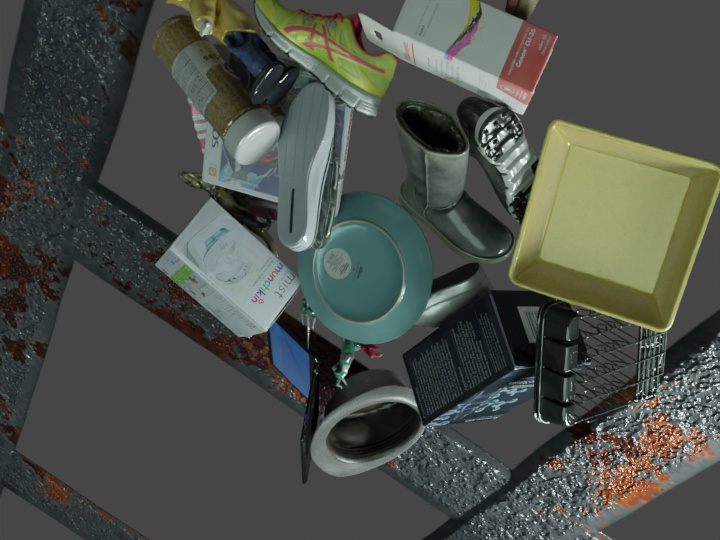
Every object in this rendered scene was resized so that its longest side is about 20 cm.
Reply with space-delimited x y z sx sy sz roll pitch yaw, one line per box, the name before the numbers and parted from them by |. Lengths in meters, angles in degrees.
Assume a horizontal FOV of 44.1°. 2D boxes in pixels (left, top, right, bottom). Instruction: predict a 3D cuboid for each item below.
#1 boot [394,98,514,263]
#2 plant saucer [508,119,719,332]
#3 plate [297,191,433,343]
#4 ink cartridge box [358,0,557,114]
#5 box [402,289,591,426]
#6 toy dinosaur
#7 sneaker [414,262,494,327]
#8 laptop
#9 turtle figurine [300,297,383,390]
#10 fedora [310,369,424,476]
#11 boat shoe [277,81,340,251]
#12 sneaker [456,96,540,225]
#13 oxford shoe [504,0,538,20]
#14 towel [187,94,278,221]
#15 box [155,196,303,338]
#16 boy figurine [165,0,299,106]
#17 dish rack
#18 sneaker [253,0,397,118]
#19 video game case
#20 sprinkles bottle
boot | 0.114 -0.102 1.047 0.179 0.073 0.201 29 157 10
plant saucer | 0.290 -0.055 1.029 0.196 0.048 0.204 18 112 14
plate | 0.000 0.000 1.169 0.196 0.025 0.205 5 104 23
ink cartridge box | 0.101 -0.246 0.944 0.197 0.116 0.069 25 92 5
box | 0.177 0.119 1.186 0.146 0.109 0.200 1 151 -36
toy dinosaur | -0.163 -0.083 1.246 0.200 0.048 0.087 46 146 -17
sneaker | 0.103 0.061 1.247 0.197 0.073 0.085 -20 115 37
laptop | -0.116 0.199 1.390 0.101 0.204 0.179 8 148 3
turtle figurine | -0.035 0.071 1.318 0.150 0.099 0.203 48 160 45
fedora | 0.008 0.226 1.400 0.198 0.091 0.177 -33 132 12
boat shoe | -0.060 -0.125 1.095 0.071 0.070 0.205 11 92 32
sneaker | 0.168 -0.135 1.052 0.091 0.066 0.200 49 179 43
oxford shoe | 0.205 -0.313 0.871 0.073 0.071 0.201 24 141 -7
towel | -0.157 -0.154 1.231 0.143 0.030 0.203 9 131 21
box | -0.196 0.005 1.286 0.176 0.097 0.200 41 163 -10
boy figurine | -0.163 -0.287 1.056 0.200 0.124 0.065 46 112 12
dish rack | 0.304 0.104 1.104 0.054 0.196 0.157 22 117 53
sneaker | -0.038 -0.272 1.044 0.199 0.078 0.091 39 104 4
video game case | -0.108 -0.180 1.143 0.196 0.023 0.186 16 113 15
sprinkles bottle | -0.178 -0.222 1.088 0.201 0.067 0.069 51 140 19
